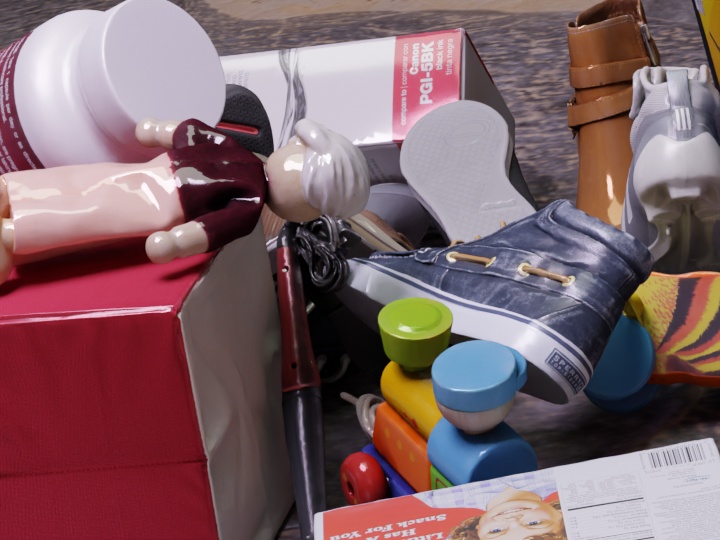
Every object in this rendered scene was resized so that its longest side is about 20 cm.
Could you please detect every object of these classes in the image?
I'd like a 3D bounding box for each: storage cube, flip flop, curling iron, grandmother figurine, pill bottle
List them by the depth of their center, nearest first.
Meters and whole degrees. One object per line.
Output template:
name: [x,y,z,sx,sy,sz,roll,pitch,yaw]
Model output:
grandmother figurine: [-0.094,-0.039,1.505,0.199,0.061,0.122,-7,47,-5]
storage cube: [-0.142,0.073,1.547,0.179,0.172,0.200,-5,19,14]
curling iron: [-0.026,0.056,1.554,0.025,0.201,0.049,22,-31,-38]
pill bottle: [-0.169,-0.075,1.650,0.200,0.113,0.113,-26,4,44]
flip flop: [0.000,0.000,1.677,0.200,0.081,0.058,37,34,7]

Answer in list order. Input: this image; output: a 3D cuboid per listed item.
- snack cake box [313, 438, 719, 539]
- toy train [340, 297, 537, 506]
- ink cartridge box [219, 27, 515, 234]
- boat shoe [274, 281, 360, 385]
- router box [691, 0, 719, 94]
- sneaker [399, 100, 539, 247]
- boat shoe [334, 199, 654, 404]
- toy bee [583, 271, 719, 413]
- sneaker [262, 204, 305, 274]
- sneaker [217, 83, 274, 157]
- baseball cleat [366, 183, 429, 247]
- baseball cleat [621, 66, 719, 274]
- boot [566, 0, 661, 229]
snack cake box: [0.080,0.146,1.372,0.199,0.068,0.115,-10,21,3]
toy train: [0.027,0.063,1.515,0.084,0.116,0.200,-18,33,-21]
ink cartridge box: [-0.010,-0.083,1.946,0.199,0.083,0.147,-5,-24,15]
boat shoe: [-0.046,0.050,1.715,0.200,0.093,0.075,-57,13,-25]
router box: [0.235,-0.087,1.636,0.051,0.201,0.149,-17,15,-1]
sneaker: [0.079,-0.021,1.780,0.070,0.100,0.200,-23,35,0]
boat shoe: [0.070,0.007,1.564,0.200,0.071,0.091,18,66,51]
toy bee: [0.129,0.021,1.606,0.199,0.109,0.131,-4,-12,-11]
sneaker: [-0.105,0.009,1.674,0.199,0.085,0.073,-20,50,23]
sneaker: [-0.120,-0.023,1.773,0.073,0.201,0.087,17,7,-38]
baseball cleat: [-0.018,0.011,1.840,0.199,0.070,0.106,-29,36,-27]
baseball cleat: [0.182,-0.053,1.672,0.069,0.107,0.200,0,-19,-1]
boot: [0.152,-0.076,1.831,0.073,0.156,0.200,-6,20,14]
